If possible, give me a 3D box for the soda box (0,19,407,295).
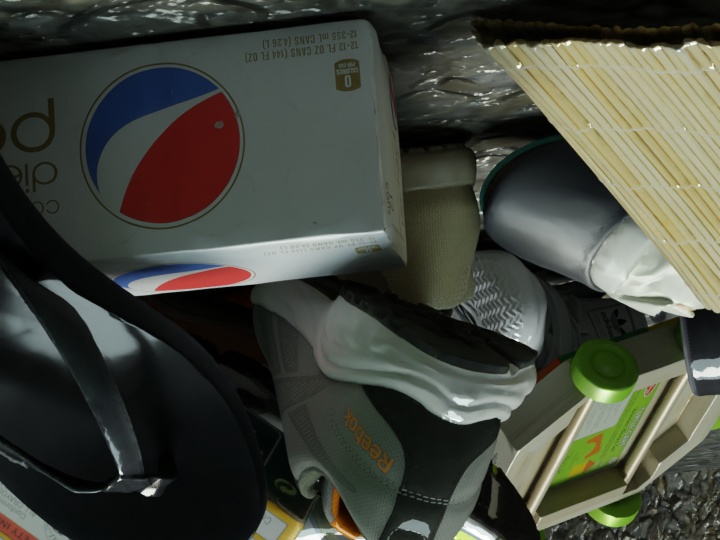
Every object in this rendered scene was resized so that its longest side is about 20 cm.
[{"bbox_3d":[-0.087,-0.028,0.624,0.199,0.068,0.064,-6,169,7],"label":"soda box"}]

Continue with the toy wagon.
[{"bbox_3d":[0.144,0.078,1.033,0.199,0.040,0.155,-17,146,-31],"label":"toy wagon"}]

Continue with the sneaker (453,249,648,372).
[{"bbox_3d":[0.100,0.027,1.035,0.114,0.075,0.200,-13,165,-7],"label":"sneaker"}]

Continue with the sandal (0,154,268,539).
[{"bbox_3d":[-0.104,0.020,0.576,0.076,0.200,0.043,-32,-158,19],"label":"sandal"}]

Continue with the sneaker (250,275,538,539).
[{"bbox_3d":[-0.003,0.044,0.676,0.074,0.080,0.200,16,-177,-13],"label":"sneaker"}]

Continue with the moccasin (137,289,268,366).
[{"bbox_3d":[-0.063,0.051,0.845,0.201,0.078,0.074,21,180,18],"label":"moccasin"}]

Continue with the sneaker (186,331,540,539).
[{"bbox_3d":[-0.026,0.086,0.763,0.199,0.081,0.074,21,-160,-1],"label":"sneaker"}]

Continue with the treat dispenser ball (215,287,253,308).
[{"bbox_3d":[-0.044,0.109,1.045,0.200,0.202,0.201,-5,170,-1],"label":"treat dispenser ball"}]

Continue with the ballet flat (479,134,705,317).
[{"bbox_3d":[0.136,-0.015,0.788,0.199,0.073,0.073,2,168,-42],"label":"ballet flat"}]

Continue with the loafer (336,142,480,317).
[{"bbox_3d":[0.000,0.000,0.825,0.075,0.069,0.200,-3,170,-11],"label":"loafer"}]

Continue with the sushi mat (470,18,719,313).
[{"bbox_3d":[0.119,-0.026,0.651,0.095,0.012,0.200,4,157,35],"label":"sushi mat"}]

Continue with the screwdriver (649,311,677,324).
[{"bbox_3d":[0.180,0.004,1.078,0.028,0.029,0.200,-4,167,-1],"label":"screwdriver"}]

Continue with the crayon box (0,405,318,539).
[{"bbox_3d":[-0.118,0.115,0.719,0.126,0.200,0.052,35,-159,-2],"label":"crayon box"}]

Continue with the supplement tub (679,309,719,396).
[{"bbox_3d":[0.247,0.013,0.907,0.199,0.108,0.107,-7,170,12],"label":"supplement tub"}]
